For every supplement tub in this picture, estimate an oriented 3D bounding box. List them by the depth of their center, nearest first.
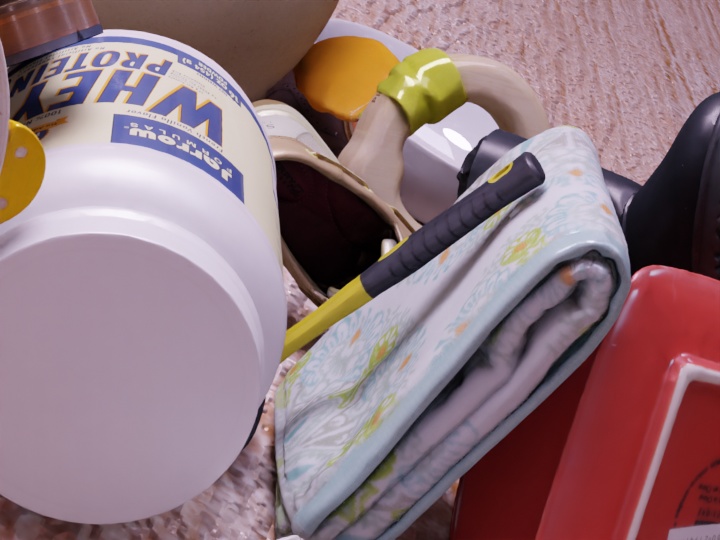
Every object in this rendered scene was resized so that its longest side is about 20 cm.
[{"bbox_3d":[-0.103,-0.002,0.856,0.144,0.146,0.200,28,20,-16],"label":"supplement tub"}]

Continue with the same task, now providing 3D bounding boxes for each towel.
[{"bbox_3d":[0.036,0.030,0.931,0.048,0.200,0.171,41,16,-17],"label":"towel"}]

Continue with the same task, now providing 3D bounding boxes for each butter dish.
[{"bbox_3d":[0.112,0.092,0.976,0.147,0.201,0.199,20,4,43],"label":"butter dish"}]

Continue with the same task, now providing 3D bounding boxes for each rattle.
[{"bbox_3d":[0.058,-0.044,1.211,0.199,0.131,0.142,31,-19,-31],"label":"rattle"}]

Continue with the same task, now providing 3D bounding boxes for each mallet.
[{"bbox_3d":[-0.004,0.015,0.912,0.041,0.199,0.066,50,22,-14],"label":"mallet"}]

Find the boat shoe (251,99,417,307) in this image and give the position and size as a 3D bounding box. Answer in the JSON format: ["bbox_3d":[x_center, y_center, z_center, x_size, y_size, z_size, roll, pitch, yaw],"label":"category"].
[{"bbox_3d":[0.000,0.000,1.079,0.200,0.074,0.066,43,10,-23],"label":"boat shoe"}]

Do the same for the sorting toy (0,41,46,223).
[{"bbox_3d":[-0.217,-0.051,0.785,0.107,0.200,0.180,43,0,-36],"label":"sorting toy"}]

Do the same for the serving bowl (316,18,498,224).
[{"bbox_3d":[0.036,-0.083,1.375,0.199,0.066,0.200,30,20,-12],"label":"serving bowl"}]

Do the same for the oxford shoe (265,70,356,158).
[{"bbox_3d":[-0.044,-0.087,1.257,0.072,0.072,0.200,14,28,-34],"label":"oxford shoe"}]

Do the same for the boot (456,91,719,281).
[{"bbox_3d":[0.123,-0.033,1.050,0.167,0.201,0.077,24,56,25],"label":"boot"}]

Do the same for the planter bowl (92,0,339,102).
[{"bbox_3d":[-0.104,-0.164,1.201,0.198,0.136,0.201,10,27,-5],"label":"planter bowl"}]

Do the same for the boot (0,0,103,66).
[{"bbox_3d":[-0.168,-0.130,0.858,0.074,0.098,0.199,-23,12,-28],"label":"boot"}]

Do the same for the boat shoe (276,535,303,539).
[{"bbox_3d":[-0.049,0.137,0.760,0.069,0.072,0.200,12,15,24],"label":"boat shoe"}]
